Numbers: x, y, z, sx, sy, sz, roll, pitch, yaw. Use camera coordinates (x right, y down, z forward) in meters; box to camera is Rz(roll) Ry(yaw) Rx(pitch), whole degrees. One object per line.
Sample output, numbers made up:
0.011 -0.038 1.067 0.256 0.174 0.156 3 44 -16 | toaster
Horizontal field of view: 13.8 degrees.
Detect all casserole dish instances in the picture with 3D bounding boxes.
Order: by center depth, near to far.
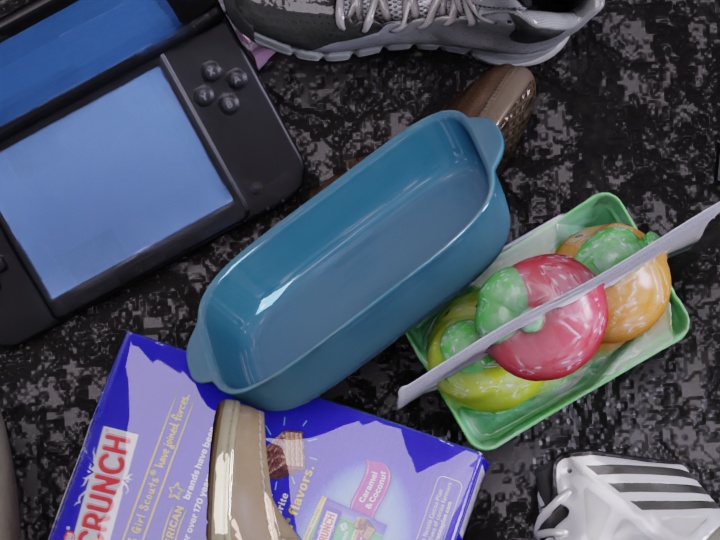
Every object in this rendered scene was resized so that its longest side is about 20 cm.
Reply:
0.000 0.000 1.500 0.200 0.121 0.039 -36 121 10 | casserole dish

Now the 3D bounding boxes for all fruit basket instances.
0.093 0.016 1.498 0.185 0.200 0.094 -30 79 -2 | fruit basket

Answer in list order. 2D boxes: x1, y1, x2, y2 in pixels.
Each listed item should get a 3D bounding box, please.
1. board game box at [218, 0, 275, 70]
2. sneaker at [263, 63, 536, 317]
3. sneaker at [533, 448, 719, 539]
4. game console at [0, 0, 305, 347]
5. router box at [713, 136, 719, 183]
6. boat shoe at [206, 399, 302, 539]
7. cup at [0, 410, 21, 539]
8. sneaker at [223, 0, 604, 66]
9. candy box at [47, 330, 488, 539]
-0.056 -0.250 1.640 0.199 0.043 0.200 -45 79 -4 | board game box
0.014 -0.040 1.581 0.075 0.070 0.200 34 81 15 | sneaker
0.100 0.167 1.541 0.200 0.076 0.116 -29 70 -10 | sneaker
-0.146 -0.061 1.535 0.200 0.116 0.176 -28 106 3 | game console
0.306 -0.088 1.558 0.157 0.052 0.200 36 75 17 | router box
-0.041 0.162 1.468 0.065 0.072 0.201 -6 87 -2 | boat shoe
-0.253 0.166 1.511 0.200 0.200 0.144 -20 104 0 | cup
0.036 -0.152 1.547 0.199 0.115 0.075 1 84 -20 | sneaker
-0.054 0.143 1.545 0.199 0.077 0.170 19 82 6 | candy box
